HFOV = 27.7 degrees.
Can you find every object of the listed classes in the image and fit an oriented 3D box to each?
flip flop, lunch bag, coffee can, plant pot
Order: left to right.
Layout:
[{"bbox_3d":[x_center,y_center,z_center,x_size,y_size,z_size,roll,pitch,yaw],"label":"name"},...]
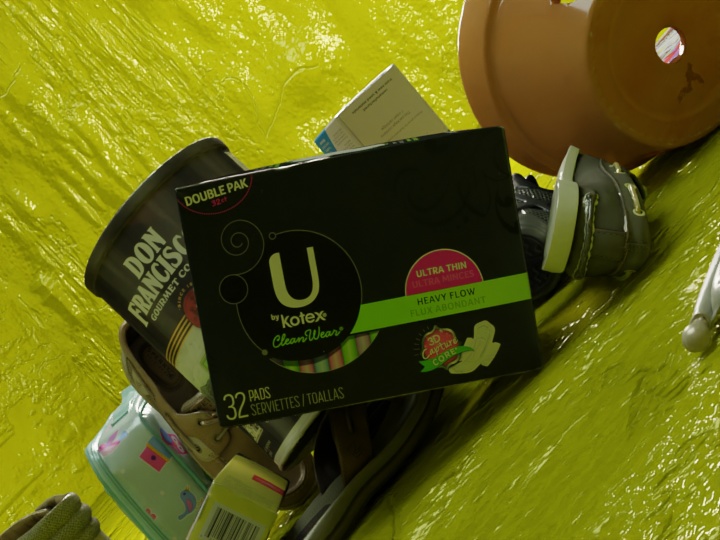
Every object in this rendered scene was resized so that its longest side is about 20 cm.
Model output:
[{"bbox_3d":[-0.157,0.172,1.252,0.077,0.161,0.200,-43,5,3],"label":"lunch bag"},{"bbox_3d":[-0.079,0.024,1.059,0.147,0.200,0.146,-47,-9,-10],"label":"coffee can"},{"bbox_3d":[-0.010,0.123,0.962,0.200,0.057,0.081,-49,2,-24],"label":"flip flop"},{"bbox_3d":[0.186,-0.163,1.044,0.200,0.200,0.140,-45,20,-10],"label":"plant pot"}]

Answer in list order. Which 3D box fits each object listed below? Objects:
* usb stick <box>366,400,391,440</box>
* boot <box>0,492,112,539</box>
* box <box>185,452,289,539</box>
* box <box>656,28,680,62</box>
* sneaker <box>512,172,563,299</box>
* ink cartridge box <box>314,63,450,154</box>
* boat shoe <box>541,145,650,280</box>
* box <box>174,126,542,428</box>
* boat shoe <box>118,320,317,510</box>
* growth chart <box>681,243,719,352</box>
[{"bbox_3d":[0.044,0.074,1.109,0.200,0.033,0.055,-47,-3,-21],"label":"usb stick"},{"bbox_3d":[-0.179,0.226,0.944,0.072,0.155,0.200,-47,4,-38],"label":"boot"},{"bbox_3d":[-0.087,0.177,1.010,0.200,0.050,0.076,95,-160,-86],"label":"box"},{"bbox_3d":[0.289,-0.194,1.261,0.200,0.039,0.137,-48,4,-33],"label":"box"},{"bbox_3d":[0.080,-0.011,1.092,0.198,0.077,0.114,-19,14,36],"label":"sneaker"},{"bbox_3d":[0.055,-0.091,1.458,0.086,0.200,0.146,-43,4,-11],"label":"ink cartridge box"},{"bbox_3d":[0.149,-0.034,0.920,0.202,0.059,0.073,-52,-29,-75],"label":"boat shoe"},{"bbox_3d":[0.000,0.000,0.908,0.197,0.151,0.124,-11,5,1],"label":"box"},{"bbox_3d":[-0.117,0.113,1.144,0.071,0.199,0.065,-49,-15,-15],"label":"boat shoe"},{"bbox_3d":[0.211,-0.037,0.615,0.200,0.018,0.145,-42,6,41],"label":"growth chart"}]
